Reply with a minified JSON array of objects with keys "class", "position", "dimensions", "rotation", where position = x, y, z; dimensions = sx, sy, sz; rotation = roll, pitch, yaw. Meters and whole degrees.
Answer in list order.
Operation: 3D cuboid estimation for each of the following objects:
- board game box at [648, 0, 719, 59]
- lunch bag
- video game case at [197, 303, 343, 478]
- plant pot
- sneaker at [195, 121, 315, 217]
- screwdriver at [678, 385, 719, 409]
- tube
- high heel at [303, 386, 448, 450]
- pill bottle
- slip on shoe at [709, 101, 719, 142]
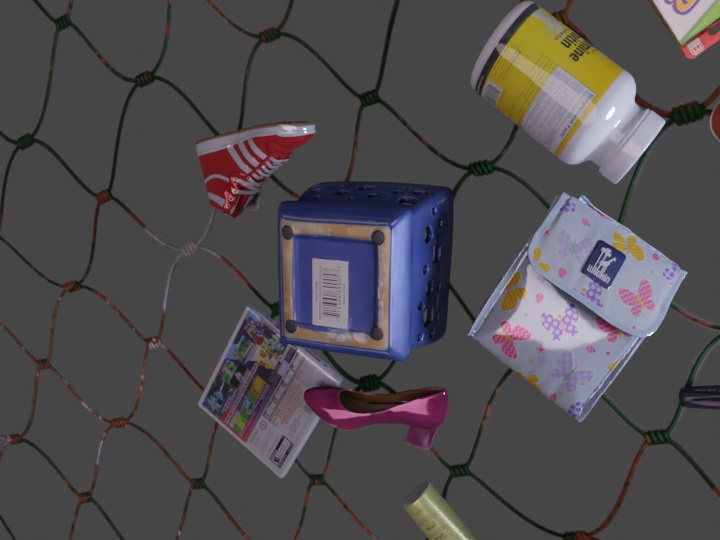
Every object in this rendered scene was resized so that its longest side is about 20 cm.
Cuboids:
[{"class":"board game box","position":[0.334,-0.334,0.715],"dimensions":[0.095,0.030,0.203],"rotation":[-33,90,25]},{"class":"lunch bag","position":[0.242,0.034,0.780],"dimensions":[0.168,0.127,0.202],"rotation":[37,106,9]},{"class":"video game case","position":[-0.141,0.184,1.032],"dimensions":[0.181,0.023,0.203],"rotation":[36,114,12]},{"class":"plant pot","position":[0.000,0.000,0.845],"dimensions":[0.195,0.179,0.206],"rotation":[5,103,21]},{"class":"sneaker","position":[-0.138,-0.137,0.934],"dimensions":[0.195,0.071,0.116],"rotation":[-6,95,32]},{"class":"screwdriver","position":[0.463,0.142,0.764],"dimensions":[0.194,0.029,0.029],"rotation":[-5,99,20]},{"class":"tube","position":[0.140,0.385,0.942],"dimensions":[0.201,0.052,0.058],"rotation":[51,155,1]},{"class":"high heel","position":[0.020,0.173,0.926],"dimensions":[0.195,0.067,0.098],"rotation":[19,118,10]},{"class":"pill bottle","position":[0.225,-0.190,0.744],"dimensions":[0.199,0.112,0.113],"rotation":[41,113,10]},{"class":"slip on shoe","position":[0.452,-0.116,0.691],"dimensions":[0.198,0.061,0.075],"rotation":[33,110,12]}]
